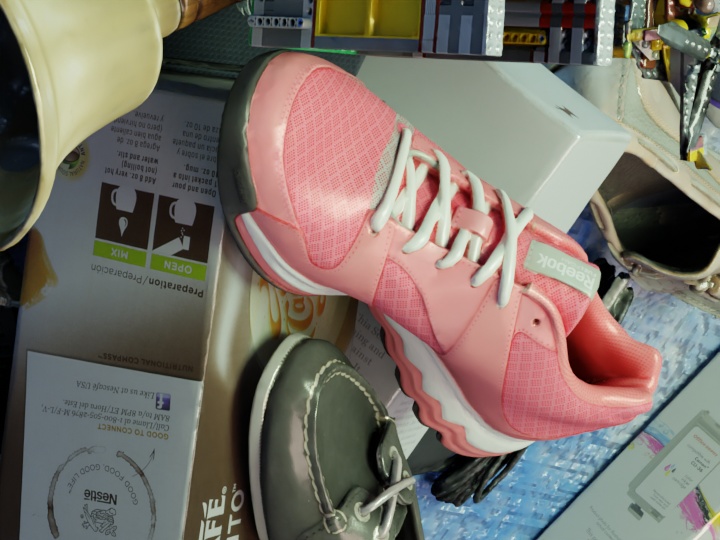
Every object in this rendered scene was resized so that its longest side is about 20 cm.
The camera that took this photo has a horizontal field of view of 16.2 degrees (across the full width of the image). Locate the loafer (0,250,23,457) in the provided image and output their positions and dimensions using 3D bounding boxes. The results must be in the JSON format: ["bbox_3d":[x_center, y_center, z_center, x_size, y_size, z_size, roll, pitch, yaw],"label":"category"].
[{"bbox_3d":[-0.135,0.056,0.927,0.075,0.070,0.201,-32,140,-13],"label":"loafer"}]

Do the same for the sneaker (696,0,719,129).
[{"bbox_3d":[0.227,-0.131,1.030,0.199,0.081,0.147,-13,143,-2],"label":"sneaker"}]

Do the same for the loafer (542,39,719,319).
[{"bbox_3d":[0.127,-0.025,1.072,0.071,0.063,0.200,-18,142,20],"label":"loafer"}]

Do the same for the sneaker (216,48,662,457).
[{"bbox_3d":[0.033,-0.009,0.828,0.200,0.086,0.074,44,54,-40],"label":"sneaker"}]

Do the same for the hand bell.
[{"bbox_3d":[-0.055,-0.087,0.795,0.199,0.104,0.105,-26,140,-39],"label":"hand bell"}]

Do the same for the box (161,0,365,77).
[{"bbox_3d":[-0.032,-0.161,0.835,0.157,0.051,0.201,3,123,-43],"label":"box"}]

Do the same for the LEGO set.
[{"bbox_3d":[0.060,-0.122,0.778,0.199,0.115,0.155,12,86,-46],"label":"LEGO set"}]

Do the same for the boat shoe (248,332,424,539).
[{"bbox_3d":[0.006,0.103,0.887,0.067,0.057,0.201,-56,149,-42],"label":"boat shoe"}]

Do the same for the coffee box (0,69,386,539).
[{"bbox_3d":[-0.060,0.035,0.879,0.114,0.079,0.201,-7,107,-63],"label":"coffee box"}]

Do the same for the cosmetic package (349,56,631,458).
[{"bbox_3d":[0.000,0.000,0.957,0.200,0.101,0.071,-55,162,15],"label":"cosmetic package"}]

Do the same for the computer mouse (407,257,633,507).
[{"bbox_3d":[0.033,0.045,1.076,0.199,0.053,0.139,17,114,-47],"label":"computer mouse"}]

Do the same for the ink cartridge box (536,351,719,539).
[{"bbox_3d":[0.186,0.112,1.257,0.200,0.068,0.116,-45,142,5],"label":"ink cartridge box"}]
